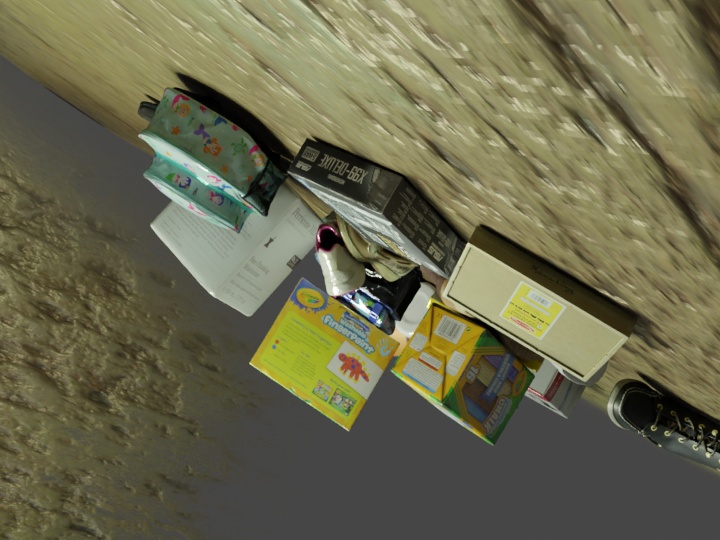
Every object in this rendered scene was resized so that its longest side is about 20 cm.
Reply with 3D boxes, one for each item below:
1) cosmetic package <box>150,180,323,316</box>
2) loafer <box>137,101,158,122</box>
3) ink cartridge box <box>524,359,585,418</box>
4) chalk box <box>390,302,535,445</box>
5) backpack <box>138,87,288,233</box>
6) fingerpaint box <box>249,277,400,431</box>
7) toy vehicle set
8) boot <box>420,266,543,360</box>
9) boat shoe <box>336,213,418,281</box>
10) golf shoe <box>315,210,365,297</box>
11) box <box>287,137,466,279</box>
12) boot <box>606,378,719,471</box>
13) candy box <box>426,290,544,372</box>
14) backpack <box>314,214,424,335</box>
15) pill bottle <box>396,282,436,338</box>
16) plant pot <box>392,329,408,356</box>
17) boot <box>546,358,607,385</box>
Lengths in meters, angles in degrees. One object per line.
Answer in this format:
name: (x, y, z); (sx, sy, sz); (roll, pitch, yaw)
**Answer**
cosmetic package: (-0.187, -0.069, 1.319); (0.165, 0.200, 0.165); (44, 180, 20)
loafer: (-0.318, -0.229, 1.472); (0.197, 0.073, 0.073); (32, 177, 5)
ink cartridge box: (0.343, 0.202, 1.621); (0.144, 0.084, 0.200); (27, 173, 34)
chalk box: (0.163, 0.164, 1.233); (0.123, 0.125, 0.200); (25, 167, 50)
backpack: (-0.211, -0.156, 1.147); (0.175, 0.152, 0.200); (30, 171, 19)
fingerpaint box: (-0.059, 0.139, 1.384); (0.197, 0.169, 0.073); (32, 172, 0)
toy vehicle set: (0.194, 0.041, 0.930); (0.197, 0.027, 0.125); (31, 151, 7)
boot: (0.192, 0.049, 1.259); (0.197, 0.073, 0.167); (30, -170, -25)
boat shoe: (0.028, -0.047, 1.244); (0.199, 0.062, 0.075); (34, -140, -57)
golf shoe: (-0.032, -0.051, 1.271); (0.202, 0.074, 0.093); (-97, -15, -55)
box: (0.026, -0.072, 1.007); (0.156, 0.050, 0.199); (28, 174, 36)
boot: (0.459, 0.224, 1.181); (0.202, 0.075, 0.153); (30, 174, -36)
candy box: (0.207, 0.082, 1.313); (0.197, 0.027, 0.102); (31, -149, 13)
backpack: (0.000, 0.000, 1.439); (0.198, 0.136, 0.183); (33, 175, 11)
pill bottle: (0.152, 0.107, 1.690); (0.111, 0.114, 0.199); (27, 174, 36)
plant pot: (0.068, 0.106, 1.824); (0.180, 0.204, 0.199); (11, 164, 39)
boot: (0.233, 0.066, 1.067); (0.200, 0.074, 0.095); (43, 177, -24)
